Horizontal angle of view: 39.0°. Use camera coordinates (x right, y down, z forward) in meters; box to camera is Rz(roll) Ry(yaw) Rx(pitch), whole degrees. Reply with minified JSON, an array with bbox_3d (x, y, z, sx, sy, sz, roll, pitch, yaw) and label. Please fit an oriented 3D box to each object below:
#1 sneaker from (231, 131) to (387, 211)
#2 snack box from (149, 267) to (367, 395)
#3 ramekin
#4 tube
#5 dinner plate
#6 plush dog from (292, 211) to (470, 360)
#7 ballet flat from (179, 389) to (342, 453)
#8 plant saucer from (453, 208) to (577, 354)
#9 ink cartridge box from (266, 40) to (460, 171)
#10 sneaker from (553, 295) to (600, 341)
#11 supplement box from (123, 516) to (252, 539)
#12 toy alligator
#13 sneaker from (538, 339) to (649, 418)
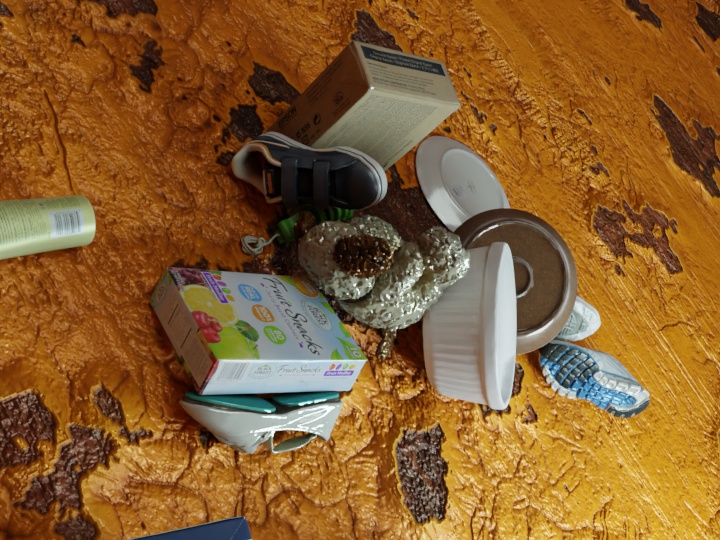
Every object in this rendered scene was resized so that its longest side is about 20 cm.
[{"bbox_3d":[-0.066,-0.110,1.216,0.198,0.080,0.079,16,32,30],"label":"sneaker"},{"bbox_3d":[-0.108,0.064,1.087,0.198,0.053,0.143,5,37,-42],"label":"snack box"},{"bbox_3d":[0.137,0.068,1.260,0.202,0.093,0.206,-1,90,-75],"label":"ramekin"},{"bbox_3d":[-0.352,-0.038,0.970,0.198,0.053,0.058,-12,28,-44],"label":"tube"},{"bbox_3d":[0.164,-0.124,1.546,0.198,0.024,0.203,24,48,-29],"label":"dinner plate"},{"bbox_3d":[0.000,0.000,1.170,0.171,0.199,0.162,30,80,-37],"label":"plush dog"},{"bbox_3d":[-0.099,0.159,1.054,0.198,0.069,0.070,4,58,-42],"label":"ballet flat"},{"bbox_3d":[0.204,0.012,1.380,0.197,0.034,0.204,1,82,-7],"label":"plant saucer"},{"bbox_3d":[0.001,-0.194,1.300,0.163,0.199,0.076,1,61,-44],"label":"ink cartridge box"},{"bbox_3d":[0.254,0.030,1.456,0.197,0.078,0.100,23,36,-10],"label":"sneaker"},{"bbox_3d":[-0.173,0.326,0.801,0.198,0.134,0.202,0,61,-43],"label":"supplement box"},{"bbox_3d":[-0.063,-0.060,1.253,0.199,0.054,0.060,-21,76,-49],"label":"toy alligator"},{"bbox_3d":[0.330,0.144,1.484,0.198,0.075,0.087,29,27,-26],"label":"sneaker"}]
